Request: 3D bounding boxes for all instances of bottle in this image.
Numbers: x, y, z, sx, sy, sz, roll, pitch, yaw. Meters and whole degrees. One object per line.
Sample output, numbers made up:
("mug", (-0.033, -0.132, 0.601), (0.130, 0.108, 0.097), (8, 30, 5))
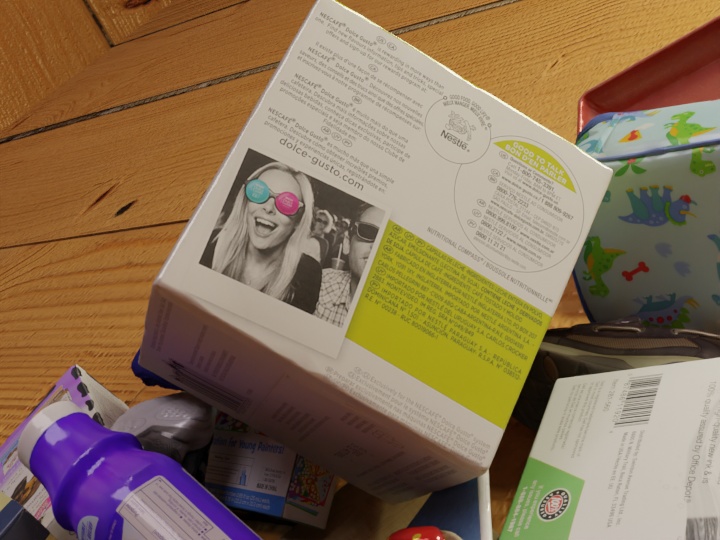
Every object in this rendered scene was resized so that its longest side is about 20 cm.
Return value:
("bottle", (-0.117, 0.148, 0.637), (0.199, 0.084, 0.065), (35, 43, 27))

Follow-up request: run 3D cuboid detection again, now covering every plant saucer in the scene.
("plant saucer", (0.254, -0.093, 0.879), (0.199, 0.036, 0.202), (-28, 44, 44))

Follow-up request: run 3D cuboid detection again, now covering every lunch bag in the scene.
("lunch bag", (0.232, -0.028, 0.748), (0.198, 0.162, 0.082), (-6, 27, 38))

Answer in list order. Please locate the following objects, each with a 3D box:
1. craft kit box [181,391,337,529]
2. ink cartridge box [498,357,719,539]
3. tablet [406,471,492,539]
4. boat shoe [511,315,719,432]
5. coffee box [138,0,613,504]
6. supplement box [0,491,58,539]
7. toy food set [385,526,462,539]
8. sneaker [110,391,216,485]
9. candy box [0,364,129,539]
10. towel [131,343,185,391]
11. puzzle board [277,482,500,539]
("craft kit box", (-0.072, 0.084, 0.864), (0.199, 0.048, 0.200), (-5, 69, 54))
("ink cartridge box", (0.188, 0.120, 0.596), (0.198, 0.085, 0.147), (-11, 30, 34))
("tablet", (0.038, 0.193, 0.599), (0.131, 0.014, 0.201), (-59, 13, 29))
("boat shoe", (0.170, 0.071, 0.747), (0.198, 0.075, 0.073), (7, 30, 44))
("coffee box", (0.000, 0.000, 0.688), (0.200, 0.198, 0.200), (-63, 5, -20))
("supplement box", (-0.217, 0.232, 0.671), (0.199, 0.201, 0.135), (6, 48, 52))
("toy food set", (0.002, 0.221, 0.550), (0.199, 0.048, 0.201), (-58, 14, 31))
("sneaker", (-0.136, 0.166, 0.793), (0.074, 0.115, 0.200), (-10, 17, 8))
("candy box", (-0.247, 0.189, 0.914), (0.168, 0.072, 0.200), (-49, 26, -4))
("towel", (-0.091, 0.004, 0.854), (0.147, 0.049, 0.202), (-4, 54, 62))
("puzzle board", (-0.020, 0.210, 0.738), (0.199, 0.018, 0.150), (-37, 26, -15))
